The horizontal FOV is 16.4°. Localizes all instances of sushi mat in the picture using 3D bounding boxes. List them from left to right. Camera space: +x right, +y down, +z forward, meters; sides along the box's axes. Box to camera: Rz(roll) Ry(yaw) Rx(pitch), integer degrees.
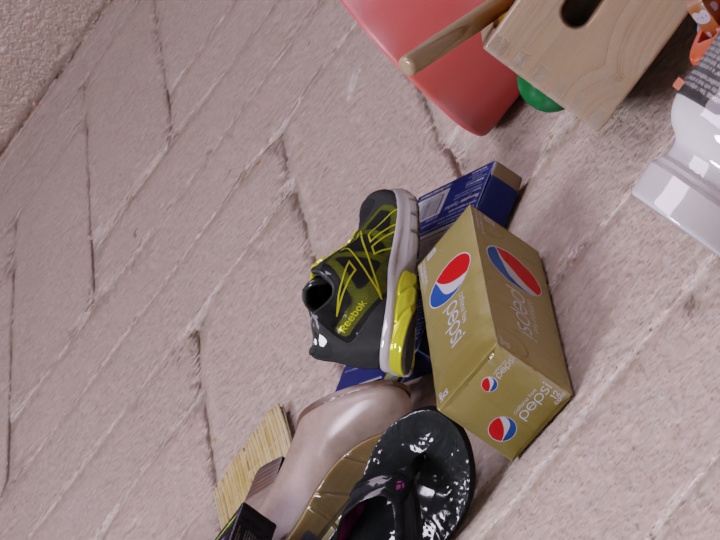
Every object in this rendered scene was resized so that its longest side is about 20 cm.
[{"bbox_3d":[-0.079,0.180,1.973,0.096,0.012,0.200,-55,18,12],"label":"sushi mat"}]

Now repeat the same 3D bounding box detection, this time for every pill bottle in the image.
[{"bbox_3d":[0.249,-0.099,1.425,0.201,0.116,0.116,-55,18,5],"label":"pill bottle"}]

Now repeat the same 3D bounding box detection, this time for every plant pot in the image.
[{"bbox_3d":[0.095,-0.235,1.964,0.177,0.200,0.201,-42,21,12],"label":"plant pot"}]

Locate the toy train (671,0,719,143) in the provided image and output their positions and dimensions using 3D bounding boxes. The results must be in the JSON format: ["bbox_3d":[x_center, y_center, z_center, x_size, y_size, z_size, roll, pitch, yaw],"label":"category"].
[{"bbox_3d":[0.250,-0.150,1.603,0.151,0.055,0.200,-63,19,-16],"label":"toy train"}]

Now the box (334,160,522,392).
[{"bbox_3d":[0.047,0.020,1.881,0.121,0.032,0.201,-23,37,60],"label":"box"}]

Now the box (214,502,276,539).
[{"bbox_3d":[-0.133,0.264,1.723,0.201,0.036,0.143,-54,5,12],"label":"box"}]

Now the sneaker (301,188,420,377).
[{"bbox_3d":[0.000,0.000,1.816,0.201,0.084,0.075,-91,5,-58],"label":"sneaker"}]

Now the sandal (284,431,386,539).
[{"bbox_3d":[-0.004,0.179,1.708,0.200,0.080,0.054,-50,-9,23],"label":"sandal"}]

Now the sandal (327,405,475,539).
[{"bbox_3d":[0.011,0.179,1.645,0.201,0.075,0.048,-58,-13,22],"label":"sandal"}]

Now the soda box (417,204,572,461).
[{"bbox_3d":[0.088,0.039,1.689,0.064,0.068,0.200,-49,20,20],"label":"soda box"}]

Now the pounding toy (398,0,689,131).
[{"bbox_3d":[0.141,-0.190,1.752,0.201,0.142,0.184,-54,4,10],"label":"pounding toy"}]

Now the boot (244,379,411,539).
[{"bbox_3d":[-0.035,0.181,1.793,0.200,0.070,0.147,-42,30,42],"label":"boot"}]
